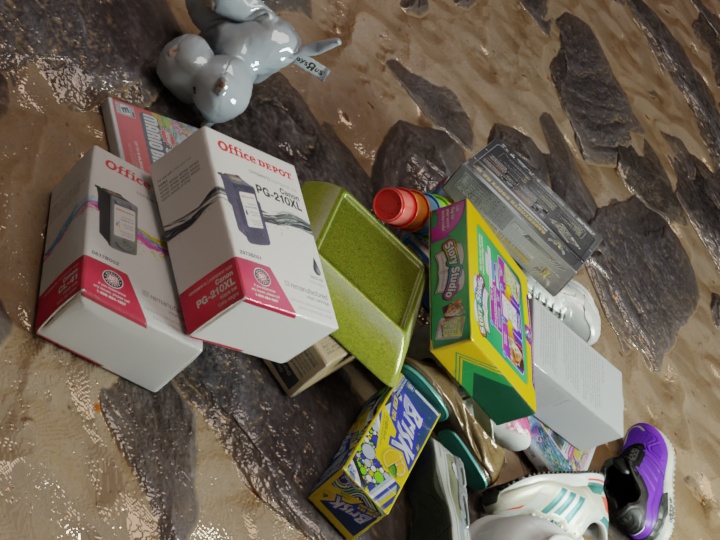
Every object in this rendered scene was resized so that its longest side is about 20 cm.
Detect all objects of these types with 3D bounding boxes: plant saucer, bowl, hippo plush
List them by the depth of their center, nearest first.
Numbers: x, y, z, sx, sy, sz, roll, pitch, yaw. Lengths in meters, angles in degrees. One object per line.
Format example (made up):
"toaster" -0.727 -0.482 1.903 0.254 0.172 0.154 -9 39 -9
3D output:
"bowl" 0.202 0.350 1.589 0.200 0.090 0.203 27 47 -32
"plant saucer" 0.000 0.000 1.611 0.200 0.048 0.200 43 32 -13
"hippo plush" -0.159 -0.240 1.746 0.199 0.160 0.162 34 63 2

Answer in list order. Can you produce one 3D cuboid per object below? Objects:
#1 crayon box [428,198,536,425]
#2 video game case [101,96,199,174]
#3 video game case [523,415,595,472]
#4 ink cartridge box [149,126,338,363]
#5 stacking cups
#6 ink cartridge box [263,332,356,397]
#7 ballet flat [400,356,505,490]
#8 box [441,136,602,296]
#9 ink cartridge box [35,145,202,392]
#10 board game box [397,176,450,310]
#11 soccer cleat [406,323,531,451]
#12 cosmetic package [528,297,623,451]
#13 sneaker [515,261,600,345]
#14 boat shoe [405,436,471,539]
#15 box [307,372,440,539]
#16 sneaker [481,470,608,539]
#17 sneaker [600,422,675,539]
"crayon box" 0.141 0.049 1.690 0.173 0.058 0.202 47 33 -42
"video game case" -0.199 -0.112 1.644 0.199 0.017 0.144 17 45 -43
"video game case" 0.241 0.179 1.879 0.183 0.024 0.200 54 31 -8
"ink cartridge box" -0.117 -0.025 1.445 0.144 0.084 0.202 21 45 -49
"stacking cups" 0.063 -0.071 1.738 0.061 0.060 0.199 61 18 16
"ink cartridge box" -0.054 0.031 1.626 0.166 0.075 0.199 54 33 8
"ballet flat" 0.107 0.161 1.673 0.201 0.067 0.072 53 54 -15
"box" 0.212 -0.072 1.864 0.200 0.048 0.158 44 28 3
"ink cartridge box" -0.232 -0.003 1.429 0.147 0.085 0.202 29 39 -31
"board game box" 0.140 -0.001 1.919 0.200 0.056 0.196 46 32 -7
"soccer cleat" 0.121 0.157 1.742 0.200 0.070 0.086 49 54 -7
"cosmetic package" 0.249 0.133 1.825 0.199 0.071 0.102 38 42 -33
"sneaker" 0.225 0.034 1.883 0.200 0.078 0.099 44 38 5
"boat shoe" 0.093 0.272 1.571 0.064 0.075 0.203 26 32 -26
"box" 0.018 0.197 1.558 0.070 0.064 0.200 46 33 -6
"sneaker" 0.229 0.292 1.721 0.198 0.070 0.095 5 67 -43
"sneaker" 0.361 0.265 1.914 0.099 0.070 0.201 34 35 -21
